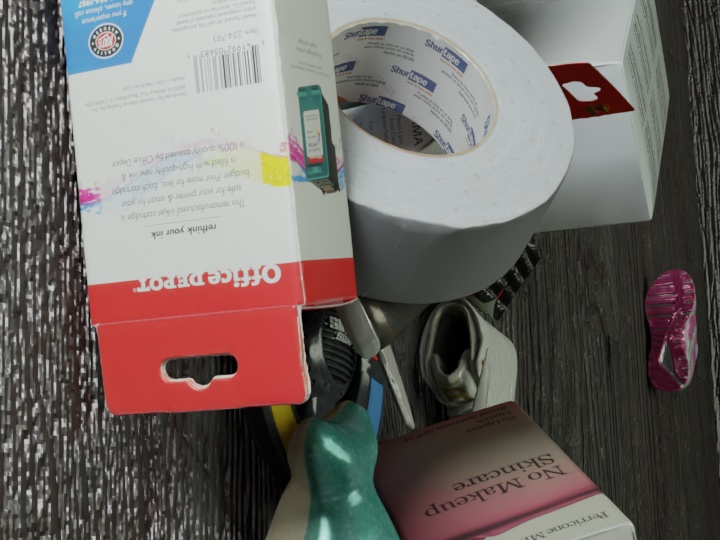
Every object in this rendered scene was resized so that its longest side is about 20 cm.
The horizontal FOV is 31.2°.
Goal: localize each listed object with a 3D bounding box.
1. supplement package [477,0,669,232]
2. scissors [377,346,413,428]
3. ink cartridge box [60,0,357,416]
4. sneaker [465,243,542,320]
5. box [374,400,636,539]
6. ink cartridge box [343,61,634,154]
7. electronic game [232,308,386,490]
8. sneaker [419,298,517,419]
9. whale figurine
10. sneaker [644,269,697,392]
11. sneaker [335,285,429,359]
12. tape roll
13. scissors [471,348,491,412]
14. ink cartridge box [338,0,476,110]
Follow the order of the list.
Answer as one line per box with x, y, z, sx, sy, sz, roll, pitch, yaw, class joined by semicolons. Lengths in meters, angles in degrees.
0.156;-0.147;1.108;0.201;0.188;0.149;-65;143;-50;supplement package
0.000;0.000;0.797;0.202;0.014;0.074;62;25;-25;scissors
-0.070;-0.038;0.618;0.067;0.114;0.204;-5;90;-67;ink cartridge box
0.087;-0.017;1.045;0.071;0.093;0.200;-55;166;2;sneaker
0.086;0.182;0.827;0.200;0.126;0.111;-134;-151;-69;box
0.081;-0.089;0.896;0.160;0.197;0.048;11;72;-67;ink cartridge box
-0.026;0.045;0.806;0.199;0.041;0.204;-6;90;-68;electronic game
0.084;0.124;1.036;0.116;0.073;0.203;43;38;-53;sneaker
-0.004;0.179;0.718;0.159;0.102;0.204;-8;103;-68;whale figurine
0.496;0.100;2.059;0.088;0.080;0.203;37;59;-63;sneaker
0.038;-0.022;0.763;0.078;0.081;0.201;65;26;-20;sneaker
0.018;-0.081;0.725;0.067;0.198;0.202;116;-6;-46;tape roll
0.077;0.164;0.992;0.014;0.072;0.204;-150;-125;-82;scissors
0.015;-0.216;0.875;0.068;0.114;0.204;18;68;-67;ink cartridge box
